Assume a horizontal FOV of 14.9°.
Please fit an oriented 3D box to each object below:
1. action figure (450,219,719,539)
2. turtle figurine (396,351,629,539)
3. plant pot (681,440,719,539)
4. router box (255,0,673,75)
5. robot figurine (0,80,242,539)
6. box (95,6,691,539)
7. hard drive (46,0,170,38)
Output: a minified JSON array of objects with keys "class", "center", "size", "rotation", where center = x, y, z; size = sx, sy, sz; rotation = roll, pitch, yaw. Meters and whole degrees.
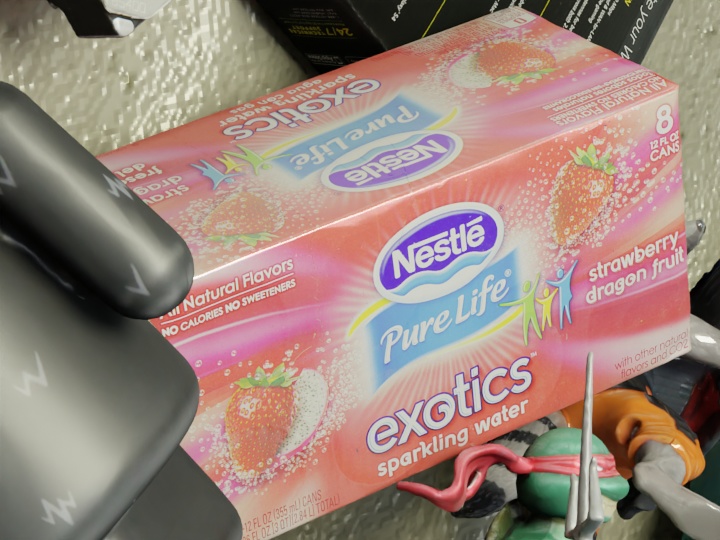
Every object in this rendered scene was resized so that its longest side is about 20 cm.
[{"class":"action figure","center":[0.098,0.030,0.980],"size":[0.104,0.200,0.194],"rotation":[26,38,-9]},{"class":"turtle figurine","center":[0.075,0.124,0.865],"size":[0.149,0.101,0.201],"rotation":[3,91,-46]},{"class":"plant pot","center":[0.221,0.080,1.096],"size":[0.200,0.200,0.189],"rotation":[25,62,-44]},{"class":"router box","center":[0.058,-0.134,0.987],"size":[0.149,0.051,0.200],"rotation":[47,63,-40]},{"class":"robot figurine","center":[-0.125,0.032,0.743],"size":[0.200,0.125,0.150],"rotation":[46,76,-7]},{"class":"box","center":[0.000,0.000,0.876],"size":[0.200,0.095,0.103],"rotation":[-21,121,-27]},{"class":"hard drive","center":[-0.079,-0.189,0.821],"size":[0.140,0.038,0.200],"rotation":[-43,120,-30]}]
